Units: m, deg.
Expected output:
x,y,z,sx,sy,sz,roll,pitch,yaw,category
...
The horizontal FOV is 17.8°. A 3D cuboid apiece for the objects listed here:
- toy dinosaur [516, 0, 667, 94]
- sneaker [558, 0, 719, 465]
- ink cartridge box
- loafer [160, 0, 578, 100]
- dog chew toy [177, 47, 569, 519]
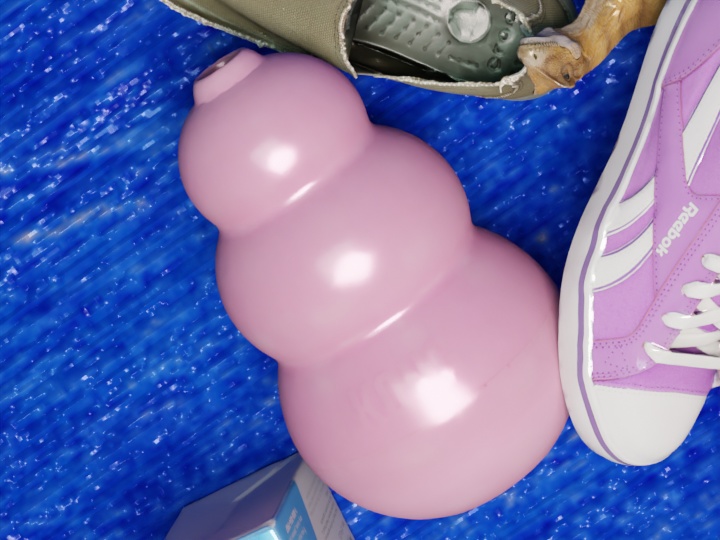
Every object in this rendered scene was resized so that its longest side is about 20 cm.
x,y,z,sx,sy,sz,roll,pitch,yaw,category
0.136,-0.134,0.925,0.199,0.060,0.107,-27,96,-14,toy dinosaur
0.141,-0.009,0.857,0.072,0.114,0.202,2,107,-35,sneaker
-0.012,0.189,0.966,0.066,0.116,0.201,-25,97,9,ink cartridge box
-0.007,-0.119,0.932,0.199,0.070,0.076,15,101,3,loafer
0.000,0.000,0.919,0.124,0.125,0.200,-32,105,10,dog chew toy
